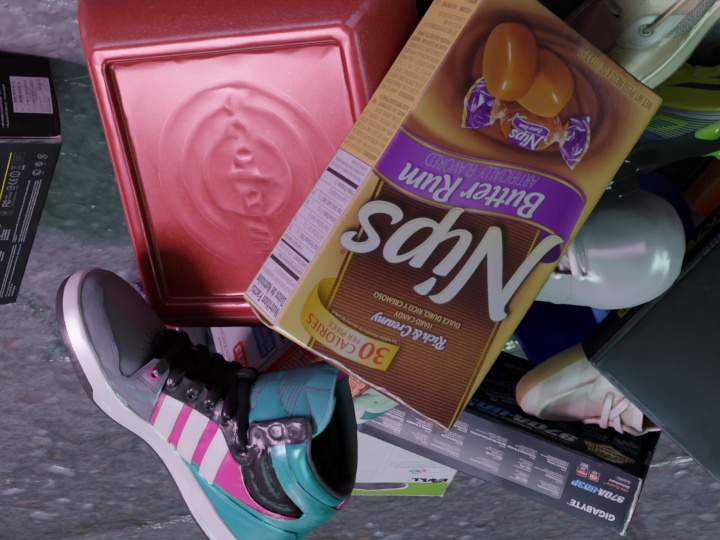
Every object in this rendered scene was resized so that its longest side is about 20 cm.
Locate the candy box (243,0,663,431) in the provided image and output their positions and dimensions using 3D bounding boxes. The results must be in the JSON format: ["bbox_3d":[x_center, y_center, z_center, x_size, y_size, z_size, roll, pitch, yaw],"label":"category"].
[{"bbox_3d":[0.046,-0.035,0.733,0.116,0.201,0.056,31,-176,-26],"label":"candy box"}]

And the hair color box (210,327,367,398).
[{"bbox_3d":[0.000,0.000,0.893,0.200,0.111,0.064,-43,121,12],"label":"hair color box"}]

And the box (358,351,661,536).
[{"bbox_3d":[0.112,0.107,1.058,0.199,0.046,0.159,20,-164,12],"label":"box"}]

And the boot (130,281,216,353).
[{"bbox_3d":[-0.058,0.029,1.084,0.199,0.066,0.165,-11,-168,-22],"label":"boot"}]

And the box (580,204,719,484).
[{"bbox_3d":[0.275,0.049,0.927,0.200,0.048,0.193,43,99,-10],"label":"box"}]

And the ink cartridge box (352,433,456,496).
[{"bbox_3d":[0.018,0.129,1.271,0.147,0.076,0.200,1,153,-9],"label":"ink cartridge box"}]

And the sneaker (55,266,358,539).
[{"bbox_3d":[-0.066,0.066,0.800,0.120,0.084,0.200,-25,113,26],"label":"sneaker"}]

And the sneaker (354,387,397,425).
[{"bbox_3d":[-0.012,0.066,0.951,0.199,0.071,0.093,-27,173,8],"label":"sneaker"}]

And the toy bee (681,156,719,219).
[{"bbox_3d":[0.295,-0.023,0.993,0.131,0.109,0.200,-31,112,20],"label":"toy bee"}]

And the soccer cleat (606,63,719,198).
[{"bbox_3d":[0.187,-0.100,0.864,0.199,0.084,0.065,-16,160,-19],"label":"soccer cleat"}]

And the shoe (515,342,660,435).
[{"bbox_3d":[0.203,0.074,0.984,0.199,0.054,0.070,-11,145,3],"label":"shoe"}]

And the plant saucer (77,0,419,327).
[{"bbox_3d":[-0.054,-0.054,0.792,0.199,0.037,0.201,-2,113,24],"label":"plant saucer"}]

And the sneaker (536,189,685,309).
[{"bbox_3d":[0.101,-0.008,0.903,0.088,0.076,0.199,-11,-174,-41],"label":"sneaker"}]

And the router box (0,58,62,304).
[{"bbox_3d":[-0.272,-0.048,0.892,0.149,0.062,0.200,-2,151,-24],"label":"router box"}]

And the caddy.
[{"bbox_3d":[0.176,0.017,1.037,0.141,0.106,0.200,-11,151,17],"label":"caddy"}]

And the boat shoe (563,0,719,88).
[{"bbox_3d":[0.156,-0.152,0.762,0.065,0.072,0.200,28,136,-33],"label":"boat shoe"}]

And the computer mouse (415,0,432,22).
[{"bbox_3d":[-0.003,-0.121,0.823,0.138,0.053,0.200,28,132,-28],"label":"computer mouse"}]
